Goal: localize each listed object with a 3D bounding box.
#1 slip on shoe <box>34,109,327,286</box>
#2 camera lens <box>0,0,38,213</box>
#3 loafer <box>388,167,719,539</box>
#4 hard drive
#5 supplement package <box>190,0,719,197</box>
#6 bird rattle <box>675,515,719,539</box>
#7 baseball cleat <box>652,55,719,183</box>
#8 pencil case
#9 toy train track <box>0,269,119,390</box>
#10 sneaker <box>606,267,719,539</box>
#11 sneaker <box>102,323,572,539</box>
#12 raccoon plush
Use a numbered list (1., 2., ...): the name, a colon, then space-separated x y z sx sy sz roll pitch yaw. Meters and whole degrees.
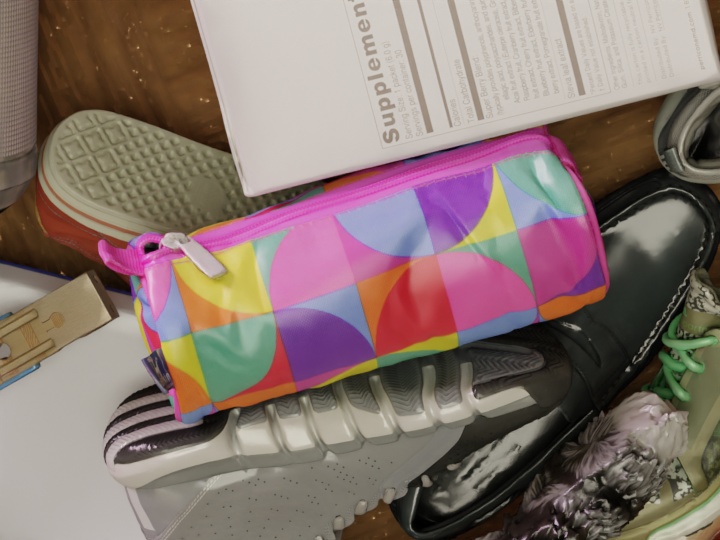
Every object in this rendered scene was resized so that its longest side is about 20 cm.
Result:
1. slip on shoe: -0.052 -0.007 1.244 0.200 0.061 0.074 23 58 -11
2. camera lens: -0.213 -0.117 1.176 0.160 0.160 0.200 3 102 3
3. loafer: 0.086 0.041 1.236 0.068 0.070 0.201 39 102 -6
4. hard drive: -0.166 0.057 1.257 0.200 0.025 0.132 14 116 7
5. supplement package: 0.038 -0.119 1.178 0.200 0.121 0.120 -13 102 7
6. bird rattle: 0.180 0.162 1.263 0.200 0.113 0.163 -3 91 18
7. baseball cleat: 0.215 -0.091 1.176 0.200 0.106 0.070 -35 96 6
8. pencil case: 0.000 0.000 1.159 0.200 0.088 0.088 -16 101 -5
9. toy train track: -0.188 0.056 1.230 0.200 0.033 0.115 -30 89 17
10. sneaker: 0.152 0.038 1.221 0.200 0.077 0.089 -39 116 3
11. sneaker: -0.001 0.089 1.209 0.200 0.075 0.116 -11 119 7
12. raccoon plush: 0.098 0.167 1.184 0.200 0.097 0.134 -41 116 7
